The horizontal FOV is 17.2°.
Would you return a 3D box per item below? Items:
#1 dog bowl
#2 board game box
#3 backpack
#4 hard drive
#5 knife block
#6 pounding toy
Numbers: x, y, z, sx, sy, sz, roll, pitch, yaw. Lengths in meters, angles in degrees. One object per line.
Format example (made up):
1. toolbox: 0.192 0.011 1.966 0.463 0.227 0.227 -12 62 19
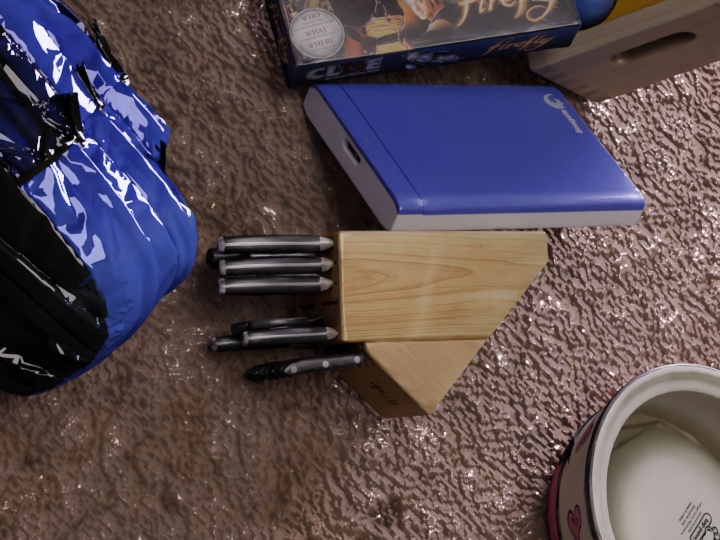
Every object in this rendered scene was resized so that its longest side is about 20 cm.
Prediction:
1. dog bowl: 0.211 0.167 1.575 0.200 0.074 0.201 13 65 -29
2. board game box: 0.033 -0.201 1.579 0.199 0.035 0.136 -10 70 -16
3. backpack: -0.185 -0.046 1.344 0.200 0.162 0.168 52 50 -4
4. hard drive: 0.076 -0.077 1.575 0.199 0.025 0.132 -2 42 -34
5. knife block: 0.000 0.000 1.488 0.176 0.064 0.200 47 66 -17
6. pounding toy: 0.200 -0.245 1.625 0.142 0.199 0.185 17 61 -54
